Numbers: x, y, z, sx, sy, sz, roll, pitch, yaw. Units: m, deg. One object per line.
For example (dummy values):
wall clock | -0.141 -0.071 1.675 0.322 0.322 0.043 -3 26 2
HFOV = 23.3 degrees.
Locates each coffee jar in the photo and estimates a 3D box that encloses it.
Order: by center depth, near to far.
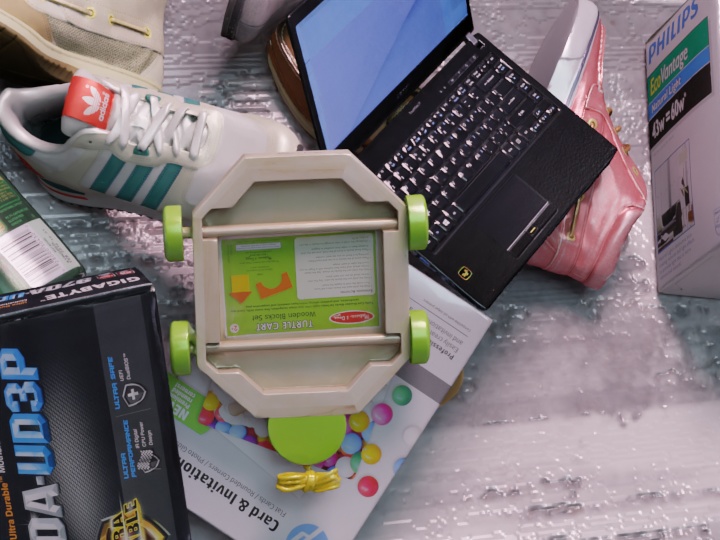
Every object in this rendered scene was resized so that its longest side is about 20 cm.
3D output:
coffee jar | -0.261 -0.039 1.054 0.200 0.104 0.085 51 48 6

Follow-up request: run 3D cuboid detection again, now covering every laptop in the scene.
laptop | 0.064 -0.113 1.099 0.200 0.103 0.177 40 56 5

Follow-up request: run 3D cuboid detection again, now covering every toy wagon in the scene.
toy wagon | -0.037 0.031 1.033 0.154 0.040 0.202 -2 101 -4

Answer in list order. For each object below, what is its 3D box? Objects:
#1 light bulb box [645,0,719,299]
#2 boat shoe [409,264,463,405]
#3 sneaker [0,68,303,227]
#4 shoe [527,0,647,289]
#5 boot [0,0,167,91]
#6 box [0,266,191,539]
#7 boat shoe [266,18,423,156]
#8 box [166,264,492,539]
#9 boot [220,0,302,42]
light bulb box | 0.317 -0.087 1.239 0.197 0.125 0.202 5 70 -15
boat shoe | 0.000 0.000 1.141 0.071 0.069 0.200 -36 97 13
sneaker | -0.135 -0.078 1.065 0.198 0.093 0.071 7 70 26
shoe | 0.157 -0.088 1.224 0.090 0.071 0.201 22 70 -12
boot | -0.197 -0.197 1.110 0.199 0.072 0.156 23 70 -42
box | -0.184 0.111 1.000 0.158 0.046 0.202 -11 108 -18
boat shoe | 0.022 -0.102 1.181 0.200 0.074 0.076 46 65 2
box | -0.037 0.071 1.080 0.155 0.041 0.201 34 90 -3
boot | -0.003 -0.193 1.173 0.131 0.070 0.200 30 45 3
